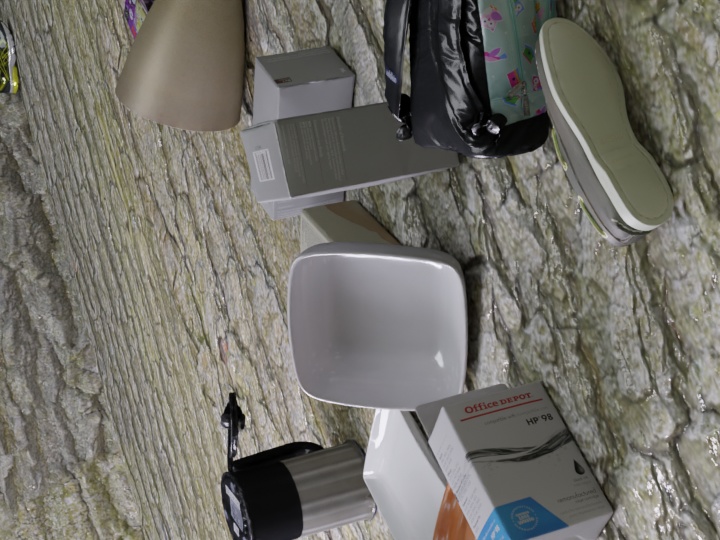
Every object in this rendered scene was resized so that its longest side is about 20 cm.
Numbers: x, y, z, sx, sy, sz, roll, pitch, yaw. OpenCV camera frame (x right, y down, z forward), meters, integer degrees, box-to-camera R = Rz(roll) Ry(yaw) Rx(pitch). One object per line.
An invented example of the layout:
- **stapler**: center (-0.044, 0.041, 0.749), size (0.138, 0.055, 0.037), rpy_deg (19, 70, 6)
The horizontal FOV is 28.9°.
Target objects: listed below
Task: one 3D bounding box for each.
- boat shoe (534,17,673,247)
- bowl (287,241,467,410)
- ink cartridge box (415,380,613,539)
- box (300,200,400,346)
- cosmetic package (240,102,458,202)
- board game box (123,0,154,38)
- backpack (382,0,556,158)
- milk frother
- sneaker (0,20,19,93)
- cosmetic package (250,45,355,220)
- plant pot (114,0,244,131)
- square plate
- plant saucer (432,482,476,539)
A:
- **boat shoe**: center (0.192, -0.116, 1.173), size (0.202, 0.072, 0.060), rpy_deg (67, 151, 15)
- **bowl**: center (0.023, 0.053, 1.555), size (0.075, 0.200, 0.200), rpy_deg (-70, -19, -60)
- **ink cartridge box**: center (0.146, 0.185, 1.381), size (0.067, 0.116, 0.200), rpy_deg (106, 145, -50)
- **box**: center (0.000, 0.000, 1.691), size (0.200, 0.078, 0.095), rpy_deg (-132, 37, -51)
- **cosmetic package**: center (-0.010, -0.129, 1.470), size (0.107, 0.200, 0.090), rpy_deg (-3, 101, 65)
- **board game box**: center (-0.370, -0.424, 2.443), size (0.120, 0.032, 0.200), rpy_deg (102, 148, -53)
- **backpack**: center (0.104, -0.211, 1.267), size (0.167, 0.127, 0.200), rpy_deg (14, 114, 53)
- **milk frother**: center (-0.095, 0.260, 1.910), size (0.181, 0.188, 0.200), rpy_deg (-125, 32, -42)
- **sneaker**: center (-0.969, -0.569, 3.744), size (0.074, 0.085, 0.200), rpy_deg (-162, 62, -64)
- **cosmetic package**: center (-0.075, -0.171, 1.750), size (0.090, 0.107, 0.200), rpy_deg (-128, 36, -47)
- **plant pot**: center (-0.241, -0.329, 2.010), size (0.187, 0.187, 0.200), rpy_deg (52, 132, 48)
- **square plate**: center (0.064, 0.269, 1.744), size (0.200, 0.028, 0.198), rpy_deg (100, 150, -43)
- **plant saucer**: center (0.121, 0.263, 1.489), size (0.200, 0.037, 0.200), rpy_deg (-162, 90, -83)
